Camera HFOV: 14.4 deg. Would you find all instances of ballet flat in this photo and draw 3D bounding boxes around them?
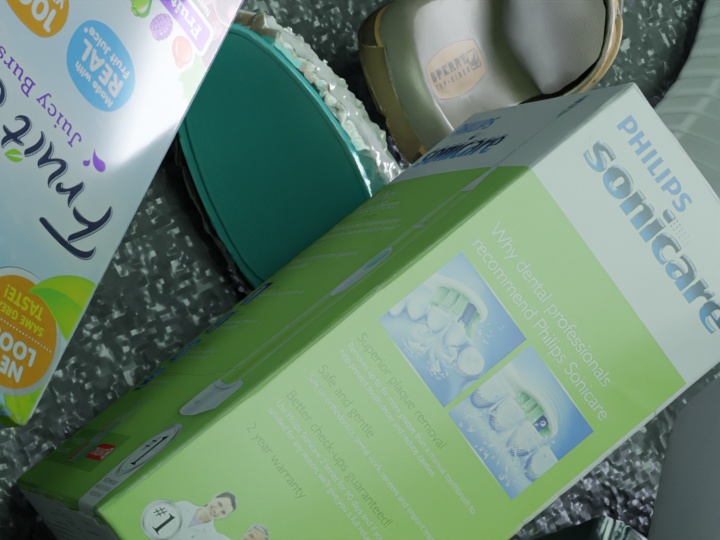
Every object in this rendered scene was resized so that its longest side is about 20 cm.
[{"bbox_3d":[0.000,0.000,0.977,0.072,0.072,0.200,-35,98,-40],"label":"ballet flat"}]

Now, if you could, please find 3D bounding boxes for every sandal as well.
[{"bbox_3d":[0.062,-0.092,1.034,0.080,0.054,0.200,61,31,-7],"label":"sandal"},{"bbox_3d":[0.151,-0.047,1.105,0.050,0.082,0.203,81,31,-46],"label":"sandal"}]

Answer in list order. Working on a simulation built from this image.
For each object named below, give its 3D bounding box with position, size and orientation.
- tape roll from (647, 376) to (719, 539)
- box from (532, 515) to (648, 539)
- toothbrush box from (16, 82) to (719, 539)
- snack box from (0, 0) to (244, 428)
[{"bbox_3d":[0.191,0.135,0.973,0.203,0.203,0.139,31,57,-24],"label":"tape roll"},{"bbox_3d":[0.025,0.201,0.823,0.124,0.200,0.197,38,55,-21],"label":"box"},{"bbox_3d":[0.007,0.038,0.861,0.200,0.146,0.086,-40,100,-14],"label":"toothbrush box"},{"bbox_3d":[-0.119,-0.071,0.865,0.142,0.053,0.200,49,49,-32],"label":"snack box"}]
